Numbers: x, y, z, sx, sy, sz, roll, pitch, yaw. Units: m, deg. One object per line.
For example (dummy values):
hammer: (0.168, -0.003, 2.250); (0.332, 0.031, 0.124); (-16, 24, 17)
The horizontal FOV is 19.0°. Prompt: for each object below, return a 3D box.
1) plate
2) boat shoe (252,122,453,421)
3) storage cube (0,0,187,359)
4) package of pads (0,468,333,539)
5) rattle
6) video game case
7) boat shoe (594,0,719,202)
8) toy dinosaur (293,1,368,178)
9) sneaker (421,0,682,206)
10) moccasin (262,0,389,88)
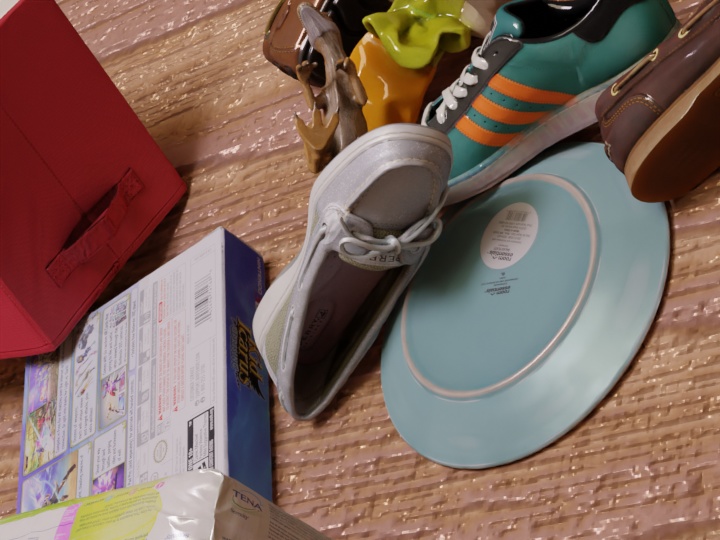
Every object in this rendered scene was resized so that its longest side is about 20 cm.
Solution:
plate: (0.080, 0.012, 1.174); (0.200, 0.026, 0.201); (-29, 44, 32)
boat shoe: (-0.002, 0.000, 1.202); (0.202, 0.074, 0.065); (-56, 37, 39)
storage cube: (-0.262, -0.060, 1.439); (0.199, 0.180, 0.171); (-6, 38, 44)
package of pads: (-0.098, 0.173, 1.138); (0.199, 0.154, 0.069); (-17, 50, 39)
rattle: (0.027, -0.144, 1.238); (0.143, 0.130, 0.200); (-46, 14, -9)
video game case: (-0.135, 0.098, 1.328); (0.181, 0.045, 0.201); (-30, 43, 28)
boat shoe: (0.197, -0.122, 1.097); (0.200, 0.070, 0.071); (-40, 49, 26)
toy dinosaur: (-0.010, -0.057, 1.251); (0.106, 0.060, 0.201); (146, 125, -88)
sneaker: (0.084, -0.107, 1.203); (0.199, 0.080, 0.071); (-30, 22, 25)
moccasin: (0.002, -0.216, 1.403); (0.078, 0.073, 0.202); (34, 99, 45)
